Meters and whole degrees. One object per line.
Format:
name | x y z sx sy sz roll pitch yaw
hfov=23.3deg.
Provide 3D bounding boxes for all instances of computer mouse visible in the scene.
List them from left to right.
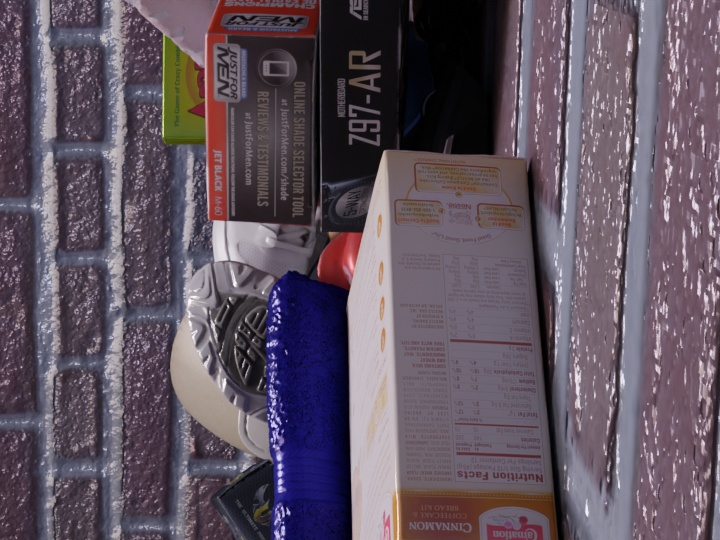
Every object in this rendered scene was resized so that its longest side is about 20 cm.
computer mouse | 0.043 -0.072 0.995 0.140 0.046 0.202 176 95 -85

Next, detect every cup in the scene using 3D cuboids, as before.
cup | -0.054 0.099 1.590 0.143 0.199 0.202 45 141 46

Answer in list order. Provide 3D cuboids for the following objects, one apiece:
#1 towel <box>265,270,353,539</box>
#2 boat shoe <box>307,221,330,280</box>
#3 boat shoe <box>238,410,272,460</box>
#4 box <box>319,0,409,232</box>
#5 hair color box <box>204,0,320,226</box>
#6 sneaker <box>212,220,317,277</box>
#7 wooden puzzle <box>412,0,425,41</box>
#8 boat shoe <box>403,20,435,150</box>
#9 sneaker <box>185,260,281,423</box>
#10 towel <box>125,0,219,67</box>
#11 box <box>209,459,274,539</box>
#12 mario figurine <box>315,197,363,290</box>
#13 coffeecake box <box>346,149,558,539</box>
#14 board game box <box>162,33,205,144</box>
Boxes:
towel | 0.013 0.108 0.934 0.049 0.147 0.201 -24 57 37
boat shoe | -0.019 -0.027 1.321 0.070 0.071 0.201 27 105 40
boat shoe | -0.018 0.048 1.264 0.201 0.074 0.060 -59 -6 3
box | 0.005 -0.138 0.996 0.200 0.043 0.161 -84 -5 -59
hair color box | -0.048 -0.118 1.013 0.200 0.063 0.112 -85 -3 -64
sneaker | -0.045 -0.060 1.250 0.115 0.073 0.202 -14 70 52
wooden puzzle | 0.049 -0.255 1.065 0.200 0.037 0.187 85 -176 -81
boat shoe | 0.026 -0.104 1.178 0.200 0.083 0.069 -65 -26 -57
sneaker | -0.024 0.067 1.078 0.078 0.200 0.099 -50 -1 6
towel | -0.050 -0.210 1.120 0.192 0.032 0.200 -55 -43 -5
box | -0.033 0.232 1.263 0.201 0.051 0.158 54 171 3
mario figurine | 0.000 0.000 1.129 0.200 0.123 0.107 -80 7 -87
coffeecake box | 0.037 0.070 0.824 0.154 0.072 0.201 104 167 -59
board game box | -0.061 -0.154 1.427 0.048 0.198 0.103 163 107 -86
